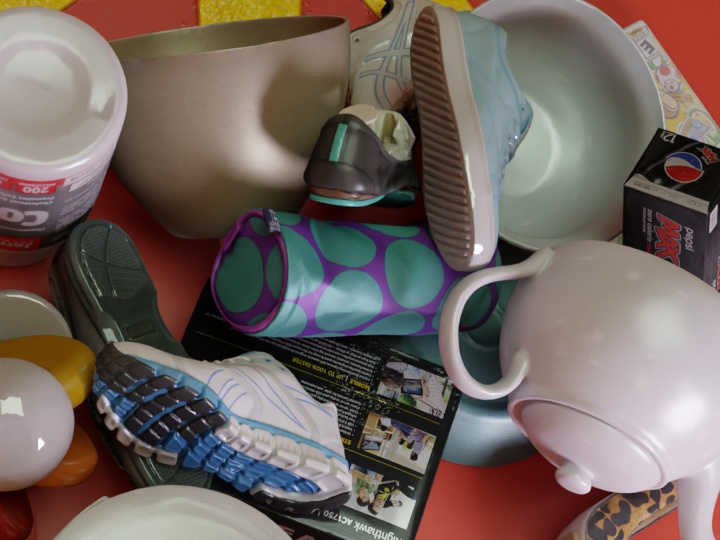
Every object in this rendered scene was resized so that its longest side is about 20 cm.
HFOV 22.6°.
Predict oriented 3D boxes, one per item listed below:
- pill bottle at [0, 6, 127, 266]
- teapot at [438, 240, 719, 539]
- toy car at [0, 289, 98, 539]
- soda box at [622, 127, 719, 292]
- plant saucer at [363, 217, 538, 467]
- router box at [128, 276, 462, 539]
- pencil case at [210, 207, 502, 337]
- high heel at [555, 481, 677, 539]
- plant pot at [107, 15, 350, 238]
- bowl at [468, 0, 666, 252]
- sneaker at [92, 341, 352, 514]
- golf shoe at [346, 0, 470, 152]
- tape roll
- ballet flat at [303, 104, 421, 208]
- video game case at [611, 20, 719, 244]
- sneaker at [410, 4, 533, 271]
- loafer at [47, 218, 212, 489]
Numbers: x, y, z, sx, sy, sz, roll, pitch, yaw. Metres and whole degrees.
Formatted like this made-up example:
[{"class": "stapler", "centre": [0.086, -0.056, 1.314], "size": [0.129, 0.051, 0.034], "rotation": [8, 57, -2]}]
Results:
[{"class": "pill bottle", "centre": [-0.221, -0.079, 1.180], "size": [0.113, 0.200, 0.115], "rotation": [5, 69, -14]}, {"class": "teapot", "centre": [0.169, 0.083, 1.236], "size": [0.199, 0.198, 0.147], "rotation": [20, 67, 24]}, {"class": "toy car", "centre": [-0.261, 0.107, 1.127], "size": [0.198, 0.175, 0.151], "rotation": [-5, 111, -6]}, {"class": "soda box", "centre": [0.236, -0.008, 1.336], "size": [0.070, 0.201, 0.064], "rotation": [21, 56, 23]}, {"class": "plant saucer", "centre": [0.087, 0.045, 1.350], "size": [0.198, 0.036, 0.202], "rotation": [8, 66, -18]}, {"class": "router box", "centre": [-0.042, 0.109, 1.243], "size": [0.198, 0.051, 0.150], "rotation": [21, 61, 0]}, {"class": "pencil case", "centre": [0.000, 0.000, 1.241], "size": [0.199, 0.085, 0.093], "rotation": [2, 55, -37]}, {"class": "high heel", "centre": [0.205, 0.208, 1.309], "size": [0.141, 0.071, 0.202], "rotation": [13, 62, -20]}, {"class": "plant pot", "centre": [-0.098, -0.098, 1.268], "size": [0.199, 0.200, 0.136], "rotation": [-14, 104, -26]}, {"class": "bowl", "centre": [0.125, -0.104, 1.365], "size": [0.199, 0.090, 0.203], "rotation": [4, 79, -22]}, {"class": "sneaker", "centre": [-0.088, 0.083, 1.154], "size": [0.199, 0.075, 0.087], "rotation": [32, 42, -35]}, {"class": "golf shoe", "centre": [0.011, -0.138, 1.391], "size": [0.097, 0.079, 0.200], "rotation": [28, 54, 13]}, {"class": "tape roll", "centre": [-0.128, 0.249, 1.116], "size": [0.201, 0.139, 0.205], "rotation": [8, 66, -19]}, {"class": "ballet flat", "centre": [0.008, -0.078, 1.238], "size": [0.067, 0.200, 0.069], "rotation": [8, 93, 7]}, {"class": "video game case", "centre": [0.210, -0.092, 1.466], "size": [0.199, 0.023, 0.183], "rotation": [-29, 81, -30]}, {"class": "sneaker", "centre": [0.088, -0.094, 1.245], "size": [0.081, 0.074, 0.202], "rotation": [4, 67, -20]}, {"class": "loafer", "centre": [-0.154, 0.067, 1.191], "size": [0.071, 0.063, 0.202], "rotation": [-9, 73, -42]}]
